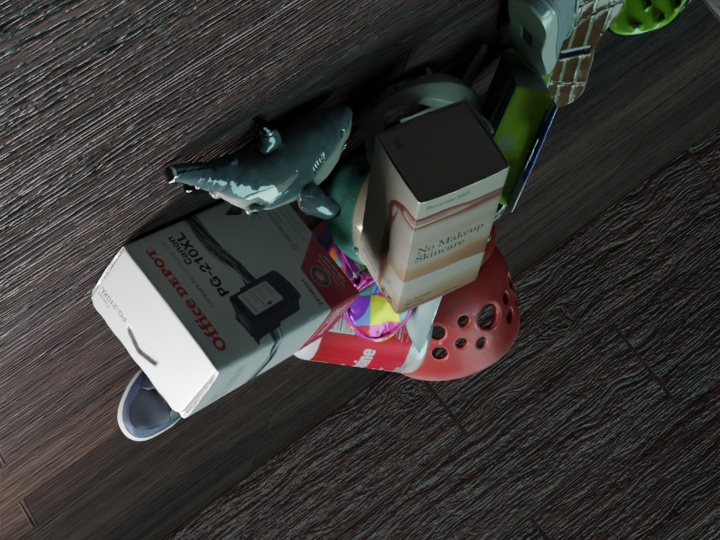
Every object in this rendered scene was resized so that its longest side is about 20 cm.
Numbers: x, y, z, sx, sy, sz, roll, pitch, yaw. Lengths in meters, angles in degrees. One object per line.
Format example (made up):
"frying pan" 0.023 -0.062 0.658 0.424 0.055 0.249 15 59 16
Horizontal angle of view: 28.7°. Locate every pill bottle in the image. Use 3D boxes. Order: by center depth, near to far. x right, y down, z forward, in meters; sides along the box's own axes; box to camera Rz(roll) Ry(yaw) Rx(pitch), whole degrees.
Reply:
"pill bottle" -0.021 0.058 1.697 0.199 0.113 0.112 9 152 -17

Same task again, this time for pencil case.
"pencil case" 0.000 0.000 1.586 0.088 0.088 0.200 -39 -152 4

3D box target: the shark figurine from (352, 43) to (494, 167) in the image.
"shark figurine" 0.085 -0.154 1.387 0.214 0.090 0.128 -3 132 -54

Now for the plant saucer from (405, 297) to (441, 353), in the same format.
"plant saucer" 0.082 -0.007 1.591 0.201 0.039 0.202 18 90 -89

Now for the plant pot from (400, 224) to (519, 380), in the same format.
"plant pot" 0.101 0.015 1.862 0.200 0.200 0.183 -34 129 -24

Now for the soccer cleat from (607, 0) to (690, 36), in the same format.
"soccer cleat" 0.358 -0.329 1.691 0.200 0.068 0.081 -34 -177 -24

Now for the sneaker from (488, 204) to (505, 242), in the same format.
"sneaker" 0.155 -0.094 1.775 0.200 0.075 0.071 -65 146 -38

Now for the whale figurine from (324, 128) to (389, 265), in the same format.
"whale figurine" 0.033 -0.097 1.511 0.200 0.103 0.159 -57 148 -27

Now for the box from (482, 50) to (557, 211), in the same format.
"box" 0.154 -0.148 1.468 0.200 0.047 0.122 -86 -164 -71

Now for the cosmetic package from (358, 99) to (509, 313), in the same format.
"cosmetic package" 0.066 -0.056 1.341 0.103 0.087 0.200 -23 153 -16

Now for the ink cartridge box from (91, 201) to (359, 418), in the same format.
"ink cartridge box" -0.122 0.022 1.294 0.200 0.145 0.084 -29 165 -45

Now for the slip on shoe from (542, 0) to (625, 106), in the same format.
"slip on shoe" 0.231 -0.269 1.522 0.076 0.061 0.200 -11 143 -18

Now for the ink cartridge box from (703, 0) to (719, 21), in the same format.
"ink cartridge box" 0.550 -0.412 1.940 0.148 0.086 0.200 -41 169 22

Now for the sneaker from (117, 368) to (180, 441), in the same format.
"sneaker" -0.191 0.110 1.613 0.202 0.077 0.146 -45 -175 -21

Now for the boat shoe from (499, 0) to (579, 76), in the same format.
"boat shoe" 0.187 -0.250 1.392 0.071 0.070 0.201 -43 173 -2

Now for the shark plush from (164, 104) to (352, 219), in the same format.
"shark plush" -0.091 -0.100 1.199 0.199 0.091 0.084 -3 129 -38
